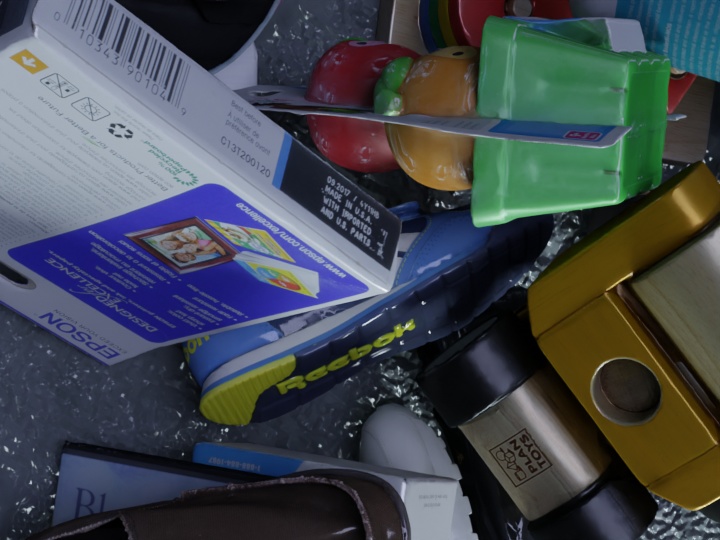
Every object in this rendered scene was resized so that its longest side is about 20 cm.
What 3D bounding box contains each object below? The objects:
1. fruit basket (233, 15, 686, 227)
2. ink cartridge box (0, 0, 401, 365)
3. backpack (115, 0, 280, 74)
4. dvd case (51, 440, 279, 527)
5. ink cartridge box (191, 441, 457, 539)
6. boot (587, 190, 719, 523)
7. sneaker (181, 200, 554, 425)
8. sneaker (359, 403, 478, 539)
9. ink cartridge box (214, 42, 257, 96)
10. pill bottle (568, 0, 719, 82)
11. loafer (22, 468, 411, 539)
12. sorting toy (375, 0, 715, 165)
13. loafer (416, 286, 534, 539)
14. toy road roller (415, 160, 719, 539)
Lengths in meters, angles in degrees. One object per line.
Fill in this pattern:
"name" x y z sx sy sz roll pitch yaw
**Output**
"fruit basket" 0.035 -0.079 0.787 0.200 0.185 0.094 13 101 19
"ink cartridge box" -0.118 -0.034 0.753 0.198 0.200 0.043 35 54 -34
"backpack" -0.123 -0.171 0.738 0.200 0.178 0.151 12 41 -16
"dvd case" -0.091 0.189 0.820 0.018 0.142 0.200 14 83 -65
"ink cartridge box" -0.030 0.189 0.840 0.067 0.116 0.200 14 84 -65
"boot" 0.212 0.021 0.974 0.138 0.077 0.200 -32 115 -23
"sneaker" 0.000 0.000 0.864 0.200 0.074 0.082 -23 63 -10
"sneaker" 0.016 0.169 0.890 0.080 0.076 0.200 -9 92 -13
"ink cartridge box" -0.130 -0.128 0.837 0.161 0.050 0.200 -1 93 -23
"pill bottle" 0.173 -0.145 0.820 0.200 0.111 0.111 20 81 14
"loafer" -0.074 0.134 0.768 0.200 0.071 0.073 -15 79 21
"sorting toy" 0.120 -0.169 0.928 0.200 0.070 0.199 8 87 -23
"loafer" 0.086 0.107 0.917 0.070 0.068 0.201 -14 92 -14
"toy road roller" 0.136 0.035 0.820 0.123 0.200 0.146 53 31 -1
